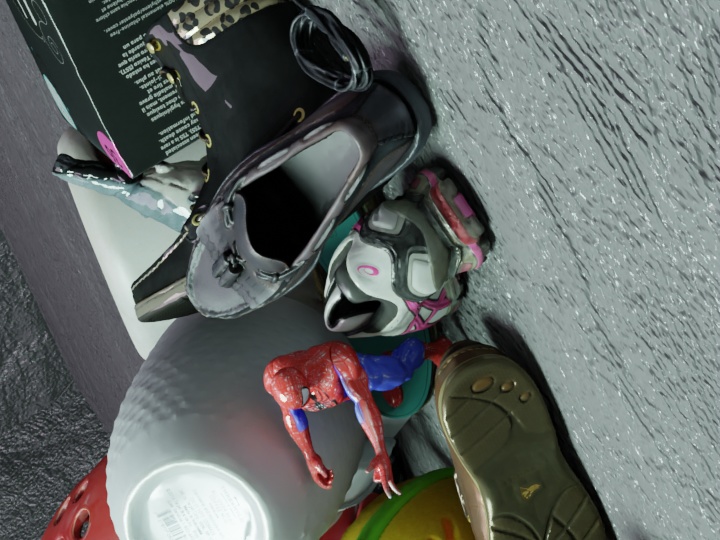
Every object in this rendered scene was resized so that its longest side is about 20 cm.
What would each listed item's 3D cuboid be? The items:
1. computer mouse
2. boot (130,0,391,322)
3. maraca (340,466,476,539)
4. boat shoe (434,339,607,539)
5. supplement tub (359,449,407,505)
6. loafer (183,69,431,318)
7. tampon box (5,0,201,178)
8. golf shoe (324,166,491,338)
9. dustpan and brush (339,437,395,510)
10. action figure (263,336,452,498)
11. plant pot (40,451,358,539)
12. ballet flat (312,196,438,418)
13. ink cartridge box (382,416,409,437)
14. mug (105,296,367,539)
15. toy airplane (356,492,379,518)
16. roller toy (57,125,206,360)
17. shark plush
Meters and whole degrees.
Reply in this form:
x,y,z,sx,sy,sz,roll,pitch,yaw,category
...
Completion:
x,y,z,sx,sy,sz,roll,pitch,yaw,category
-0.039,-0.165,1.316,0.200,0.034,0.059,56,147,32,computer mouse
-0.082,-0.073,1.437,0.073,0.200,0.151,-10,-112,-55,boot
0.026,0.195,1.473,0.107,0.199,0.138,10,115,41,maraca
0.093,0.128,1.426,0.068,0.072,0.201,-119,8,-68,boat shoe
-0.007,0.213,1.919,0.122,0.122,0.201,42,159,56,supplement tub
-0.043,-0.035,1.327,0.072,0.063,0.200,49,127,2,loafer
-0.156,-0.188,1.541,0.150,0.126,0.201,38,156,61,tampon box
0.012,0.001,1.386,0.073,0.092,0.200,56,170,9,golf shoe
-0.051,0.128,1.646,0.139,0.057,0.200,36,-164,-6,dustpan and brush
0.004,0.087,1.396,0.200,0.065,0.100,7,-112,-65,action figure
-0.108,0.193,1.743,0.201,0.200,0.183,55,129,21,plant pot
0.000,0.000,1.528,0.071,0.070,0.201,42,159,57,ballet flat
-0.044,0.068,1.647,0.099,0.039,0.200,46,-164,24,ink cartridge box
-0.071,0.136,1.467,0.176,0.147,0.201,-66,-38,-66,mug
0.064,0.238,1.625,0.199,0.140,0.201,-21,86,60,toy airplane
-0.122,-0.039,1.736,0.200,0.139,0.183,86,161,-78,roller toy
-0.104,-0.022,1.575,0.091,0.199,0.084,-99,31,-59,shark plush
